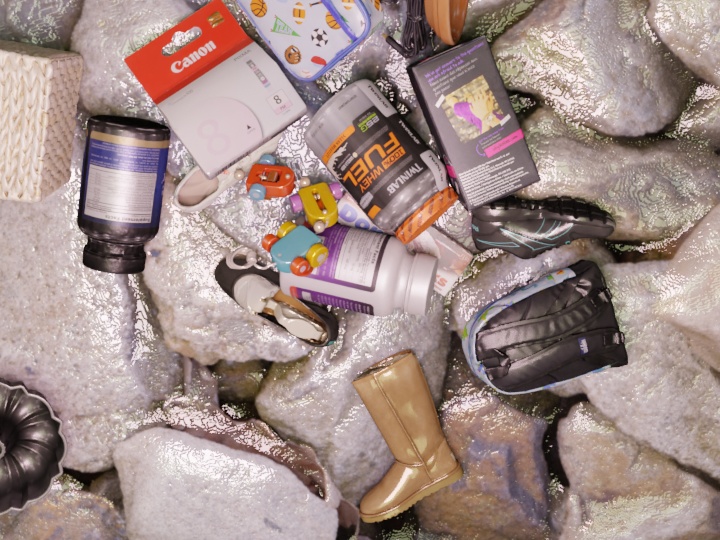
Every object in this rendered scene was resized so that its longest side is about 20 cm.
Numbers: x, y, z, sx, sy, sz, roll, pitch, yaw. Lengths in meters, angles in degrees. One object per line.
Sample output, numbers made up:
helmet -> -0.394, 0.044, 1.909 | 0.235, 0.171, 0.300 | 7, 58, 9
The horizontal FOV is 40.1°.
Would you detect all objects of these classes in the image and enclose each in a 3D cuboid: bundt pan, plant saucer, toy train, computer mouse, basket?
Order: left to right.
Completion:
bundt pan -> -0.521, 0.244, 1.415 | 0.200, 0.076, 0.204 | -3, 103, -13
basket -> -0.464, -0.198, 1.278 | 0.160, 0.200, 0.200 | 8, 102, -7
toy train -> -0.101, -0.061, 1.281 | 0.149, 0.201, 0.056 | 3, 140, 7
computer mouse -> 0.032, -0.365, 1.278 | 0.046, 0.200, 0.141 | -30, 141, -20
plant saucer -> 0.111, -0.384, 1.226 | 0.037, 0.200, 0.202 | 7, 102, 13

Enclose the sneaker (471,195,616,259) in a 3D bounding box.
sneaker -> 0.249, -0.059, 1.363 | 0.198, 0.076, 0.080 | 5, 115, 7

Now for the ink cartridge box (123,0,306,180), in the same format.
ink cartridge box -> -0.191, -0.244, 1.295 | 0.162, 0.057, 0.201 | -36, 93, -10

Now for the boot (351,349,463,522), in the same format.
boot -> 0.039, 0.240, 1.427 | 0.174, 0.066, 0.201 | -28, 101, -6

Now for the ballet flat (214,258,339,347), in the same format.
ballet flat -> -0.117, 0.046, 1.383 | 0.199, 0.068, 0.068 | 28, 105, -4

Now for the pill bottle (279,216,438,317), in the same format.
pill bottle -> 0.000, 0.000, 1.334 | 0.199, 0.111, 0.112 | 13, 102, 9

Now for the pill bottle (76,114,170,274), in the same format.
pill bottle -> -0.323, -0.102, 1.334 | 0.111, 0.112, 0.202 | 10, 102, -1

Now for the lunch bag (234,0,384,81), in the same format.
lunch bag -> -0.072, -0.358, 1.264 | 0.160, 0.076, 0.200 | -31, 100, 38

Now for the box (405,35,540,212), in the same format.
box -> 0.145, -0.194, 1.300 | 0.105, 0.122, 0.201 | -22, 100, 3

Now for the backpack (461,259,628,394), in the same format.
backpack -> 0.240, 0.091, 1.360 | 0.199, 0.154, 0.164 | -27, 103, -16

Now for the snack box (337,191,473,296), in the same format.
snack box -> 0.058, -0.050, 1.382 | 0.199, 0.024, 0.072 | 35, 103, -6

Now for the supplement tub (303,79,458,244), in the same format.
supplement tub -> 0.029, -0.140, 1.295 | 0.122, 0.123, 0.200 | -42, 84, 9

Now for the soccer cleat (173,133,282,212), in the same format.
soccer cleat -> -0.176, -0.151, 1.339 | 0.200, 0.078, 0.069 | -44, 98, 9
